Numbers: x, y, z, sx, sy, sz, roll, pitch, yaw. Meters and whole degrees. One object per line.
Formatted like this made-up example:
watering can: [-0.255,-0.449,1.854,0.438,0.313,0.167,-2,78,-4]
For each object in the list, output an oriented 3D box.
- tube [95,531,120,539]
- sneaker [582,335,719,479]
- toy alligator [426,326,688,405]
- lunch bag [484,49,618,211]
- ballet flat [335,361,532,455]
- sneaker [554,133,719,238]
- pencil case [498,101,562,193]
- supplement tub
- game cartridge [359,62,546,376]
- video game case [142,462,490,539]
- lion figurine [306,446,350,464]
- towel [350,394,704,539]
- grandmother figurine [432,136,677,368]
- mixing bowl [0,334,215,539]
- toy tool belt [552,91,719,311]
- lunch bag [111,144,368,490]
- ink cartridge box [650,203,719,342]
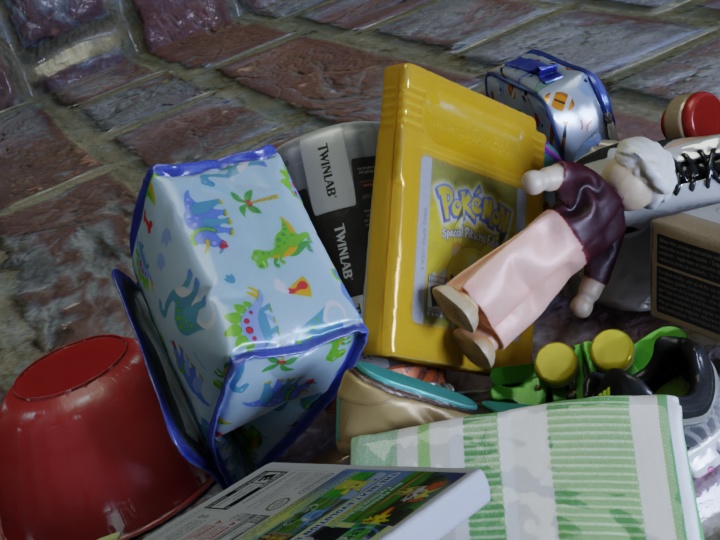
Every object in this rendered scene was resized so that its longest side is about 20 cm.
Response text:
tube: [-0.202,0.229,0.827,0.057,0.052,0.200,21,13,-10]
sneaker: [0.150,0.107,0.769,0.199,0.088,0.073,-32,25,-25]
toy alligator: [0.134,0.087,0.888,0.197,0.059,0.055,-15,62,11]
lunch bag: [0.187,-0.127,1.205,0.075,0.162,0.200,-21,21,-8]
ballet flat: [0.074,0.110,0.824,0.197,0.064,0.069,15,4,-15]
sneaker: [0.241,-0.073,0.950,0.197,0.075,0.080,-11,-9,-12]
pencil case: [0.083,-0.039,1.064,0.201,0.085,0.092,-51,-17,5]
supplement tub: [0.000,0.000,0.971,0.121,0.203,0.123,-11,-14,-3]
game cartridge: [0.073,-0.029,0.922,0.032,0.203,0.175,0,-9,42]
video game case: [-0.058,0.153,0.665,0.181,0.022,0.199,-8,13,47]
lion figurine: [-0.034,0.162,0.839,0.121,0.073,0.199,-14,6,33]
towel: [0.090,0.149,0.711,0.197,0.023,0.154,-13,57,17]
grandmother figurine: [0.141,-0.025,0.881,0.199,0.122,0.060,-38,44,-14]
mixing bowl: [-0.210,0.121,1.010,0.197,0.110,0.201,-16,20,6]
toy tool belt: [0.209,-0.061,1.052,0.122,0.125,0.201,3,57,56]
lunch bag: [-0.098,0.041,0.914,0.126,0.201,0.171,-12,61,-25]
ink cartridge box: [0.322,-0.004,0.863,0.198,0.076,0.164,-14,19,-25]
